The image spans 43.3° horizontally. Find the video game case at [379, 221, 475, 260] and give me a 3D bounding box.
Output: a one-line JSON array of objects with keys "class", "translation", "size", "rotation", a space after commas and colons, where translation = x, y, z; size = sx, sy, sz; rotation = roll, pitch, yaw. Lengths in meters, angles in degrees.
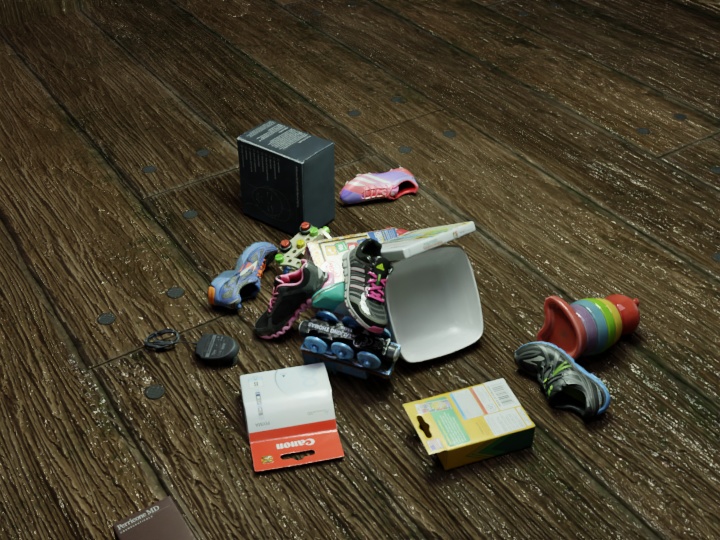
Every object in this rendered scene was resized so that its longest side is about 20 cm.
[{"class": "video game case", "translation": [0.095, -0.051, 1.753], "size": [0.180, 0.023, 0.199], "rotation": [-22, 8, -32]}]

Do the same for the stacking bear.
[{"class": "stacking bear", "translation": [0.454, 0.100, 1.742], "size": [0.197, 0.124, 0.114], "rotation": [-14, 36, -30]}]

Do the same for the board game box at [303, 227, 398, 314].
[{"class": "board game box", "translation": [0.000, 0.000, 1.838], "size": [0.196, 0.047, 0.154], "rotation": [-9, 60, -19]}]

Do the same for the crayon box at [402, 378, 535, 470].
[{"class": "crayon box", "translation": [0.183, 0.266, 1.560], "size": [0.196, 0.052, 0.126], "rotation": [-11, 38, -16]}]

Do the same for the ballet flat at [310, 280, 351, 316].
[{"class": "ballet flat", "translation": [-0.010, 0.049, 1.709], "size": [0.199, 0.067, 0.071], "rotation": [-22, 72, -50]}]

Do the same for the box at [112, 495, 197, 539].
[{"class": "box", "translation": [-0.275, 0.435, 1.315], "size": [0.099, 0.076, 0.200], "rotation": [-22, 40, -27]}]

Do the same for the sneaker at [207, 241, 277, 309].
[{"class": "sneaker", "translation": [-0.232, 0.017, 1.889], "size": [0.078, 0.076, 0.200], "rotation": [27, 51, 19]}]

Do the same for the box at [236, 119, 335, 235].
[{"class": "box", "translation": [-0.168, -0.210, 2.072], "size": [0.194, 0.203, 0.123], "rotation": [25, 42, 30]}]

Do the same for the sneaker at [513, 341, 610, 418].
[{"class": "sneaker", "translation": [0.356, 0.196, 1.637], "size": [0.082, 0.072, 0.199], "rotation": [-23, 45, -37]}]

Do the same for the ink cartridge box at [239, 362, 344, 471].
[{"class": "ink cartridge box", "translation": [-0.122, 0.251, 1.581], "size": [0.157, 0.048, 0.201], "rotation": [-7, 35, -10]}]

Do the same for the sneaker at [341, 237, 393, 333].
[{"class": "sneaker", "translation": [0.019, 0.019, 1.629], "size": [0.073, 0.088, 0.202], "rotation": [22, 37, -31]}]

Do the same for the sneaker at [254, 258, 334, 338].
[{"class": "sneaker", "translation": [-0.144, 0.050, 1.749], "size": [0.199, 0.095, 0.080], "rotation": [-40, 32, 18]}]

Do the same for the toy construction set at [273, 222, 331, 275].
[{"class": "toy construction set", "translation": [-0.102, -0.029, 1.920], "size": [0.130, 0.094, 0.199], "rotation": [31, 46, 35]}]

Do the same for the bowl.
[{"class": "bowl", "translation": [0.128, 0.062, 1.741], "size": [0.197, 0.204, 0.074], "rotation": [-15, 4, -23]}]

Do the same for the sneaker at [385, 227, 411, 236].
[{"class": "sneaker", "translation": [0.093, -0.043, 1.933], "size": [0.110, 0.073, 0.200], "rotation": [7, 14, 9]}]

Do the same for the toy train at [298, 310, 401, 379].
[{"class": "toy train", "translation": [-0.020, 0.144, 1.669], "size": [0.196, 0.115, 0.088], "rotation": [14, 57, 16]}]

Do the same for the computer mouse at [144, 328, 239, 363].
[{"class": "computer mouse", "translation": [-0.323, 0.148, 1.742], "size": [0.196, 0.034, 0.059], "rotation": [6, 53, 17]}]

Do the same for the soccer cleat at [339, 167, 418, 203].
[{"class": "soccer cleat", "translation": [0.046, -0.196, 2.174], "size": [0.197, 0.068, 0.077], "rotation": [-17, 44, -26]}]

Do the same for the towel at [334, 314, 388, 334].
[{"class": "towel", "translation": [0.027, 0.072, 1.844], "size": [0.145, 0.024, 0.200], "rotation": [20, 41, 24]}]
